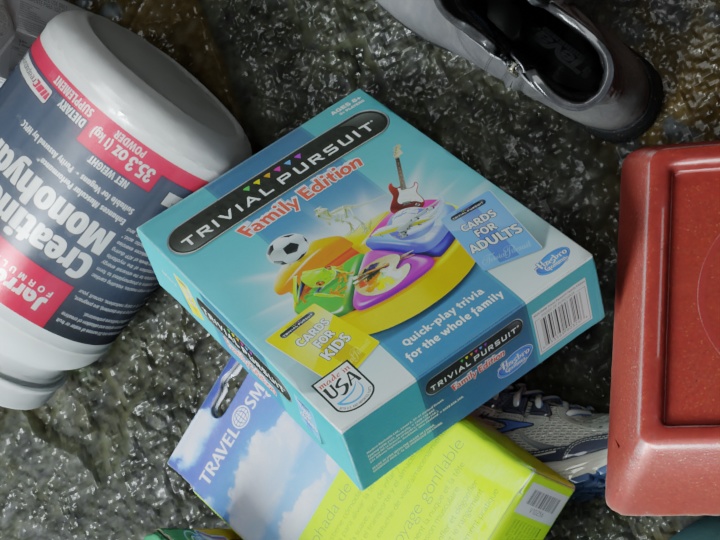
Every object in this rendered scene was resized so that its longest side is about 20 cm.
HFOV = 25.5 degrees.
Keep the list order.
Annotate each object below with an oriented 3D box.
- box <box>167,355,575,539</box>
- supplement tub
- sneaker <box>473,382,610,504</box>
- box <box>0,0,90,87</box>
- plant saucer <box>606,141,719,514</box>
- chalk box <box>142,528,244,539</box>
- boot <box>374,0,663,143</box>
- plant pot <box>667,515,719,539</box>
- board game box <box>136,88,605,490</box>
[{"bbox_3d":[-0.002,0.105,0.807,0.200,0.048,0.122,35,95,41],"label":"box"},{"bbox_3d":[-0.171,-0.034,0.914,0.140,0.140,0.200,44,102,21],"label":"supplement tub"},{"bbox_3d":[0.071,0.083,0.832,0.200,0.077,0.085,-14,75,22],"label":"sneaker"},{"bbox_3d":[-0.277,-0.141,0.986,0.200,0.117,0.060,3,86,25],"label":"box"},{"bbox_3d":[0.214,0.013,0.746,0.200,0.037,0.200,-4,61,22],"label":"plant saucer"},{"bbox_3d":[-0.064,0.214,0.803,0.124,0.200,0.125,34,99,27],"label":"chalk box"},{"bbox_3d":[0.064,-0.141,0.825,0.200,0.132,0.070,32,98,23],"label":"boot"},{"bbox_3d":[0.192,0.207,0.731,0.200,0.135,0.201,-3,83,23],"label":"plant pot"},{"bbox_3d":[0.000,0.000,0.811,0.151,0.047,0.200,-34,45,-17],"label":"board game box"}]
